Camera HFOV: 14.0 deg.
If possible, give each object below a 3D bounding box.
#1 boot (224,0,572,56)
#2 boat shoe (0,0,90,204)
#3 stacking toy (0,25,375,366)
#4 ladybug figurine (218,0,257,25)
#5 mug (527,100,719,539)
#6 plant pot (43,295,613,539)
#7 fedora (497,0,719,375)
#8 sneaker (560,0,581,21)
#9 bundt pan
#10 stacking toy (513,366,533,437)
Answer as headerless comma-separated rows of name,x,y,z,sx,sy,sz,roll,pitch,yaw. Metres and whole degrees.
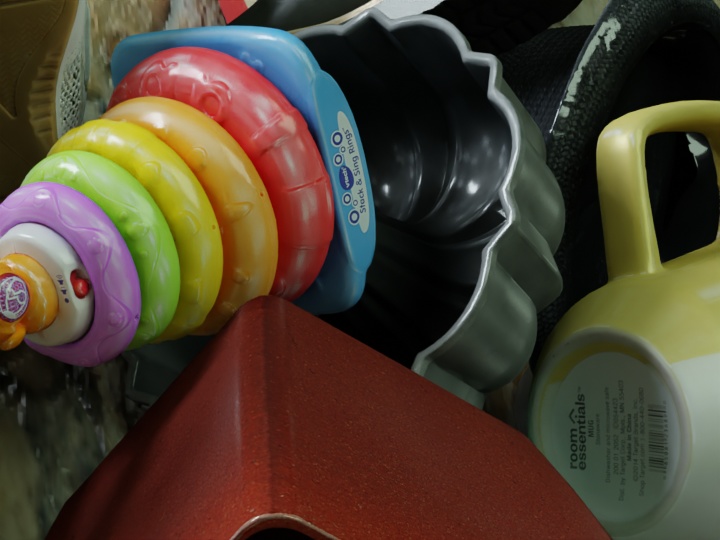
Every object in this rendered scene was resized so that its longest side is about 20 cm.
boot,-0.013,-0.140,1.298,0.077,0.200,0.139,53,20,-58
boat shoe,-0.140,-0.091,1.144,0.071,0.200,0.069,5,27,2
stacking toy,-0.096,-0.008,1.066,0.200,0.110,0.116,-31,115,-45
ladybug figurine,-0.019,-0.137,1.398,0.136,0.072,0.200,22,41,-35
mug,0.138,0.043,1.205,0.153,0.150,0.187,-7,53,-46
plant pot,-0.016,0.130,1.037,0.200,0.200,0.176,30,28,-24
fedora,0.093,-0.036,1.292,0.200,0.091,0.201,-22,117,-51
sneaker,0.071,-0.182,1.545,0.116,0.076,0.200,47,34,4
bundt pan,0.000,0.000,1.183,0.076,0.202,0.202,38,31,-43
stacking toy,0.136,0.025,1.390,0.146,0.146,0.200,45,52,-3
